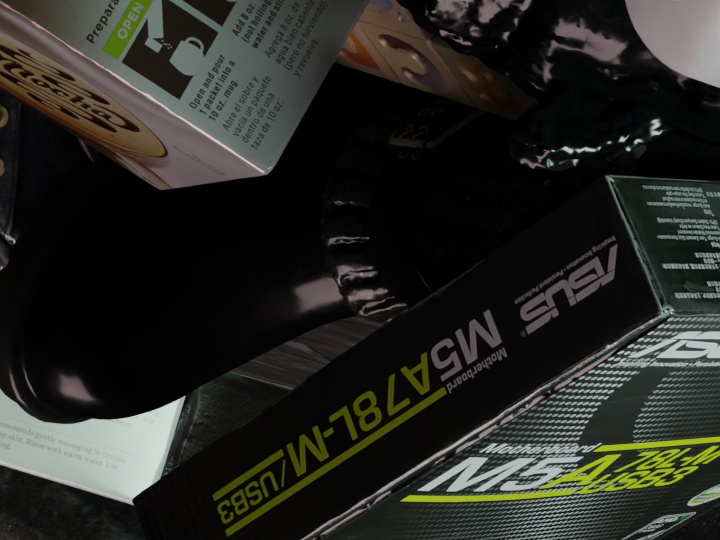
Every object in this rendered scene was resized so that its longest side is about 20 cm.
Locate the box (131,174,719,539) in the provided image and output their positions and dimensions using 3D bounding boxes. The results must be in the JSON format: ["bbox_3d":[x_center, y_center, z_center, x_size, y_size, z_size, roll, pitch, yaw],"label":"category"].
[{"bbox_3d":[0.068,0.039,0.832,0.193,0.048,0.199,-32,159,35],"label":"box"}]

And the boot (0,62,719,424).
[{"bbox_3d":[0.000,-0.002,0.902,0.158,0.211,0.080,34,154,49],"label":"boot"}]

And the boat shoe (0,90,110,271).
[{"bbox_3d":[-0.114,-0.071,0.935,0.071,0.091,0.201,13,144,55],"label":"boat shoe"}]

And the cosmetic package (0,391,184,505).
[{"bbox_3d":[-0.113,-0.013,1.222,0.107,0.201,0.085,19,177,-17],"label":"cosmetic package"}]

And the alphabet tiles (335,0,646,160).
[{"bbox_3d":[-0.025,-0.106,0.846,0.200,0.008,0.167,21,159,44],"label":"alphabet tiles"}]

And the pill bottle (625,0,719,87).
[{"bbox_3d":[0.118,-0.079,0.572,0.199,0.112,0.111,17,173,-8],"label":"pill bottle"}]

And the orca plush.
[{"bbox_3d":[0.051,-0.064,0.717,0.199,0.071,0.105,30,149,-14],"label":"orca plush"}]

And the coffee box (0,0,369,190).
[{"bbox_3d":[-0.104,-0.108,0.799,0.200,0.080,0.113,33,169,-17],"label":"coffee box"}]
